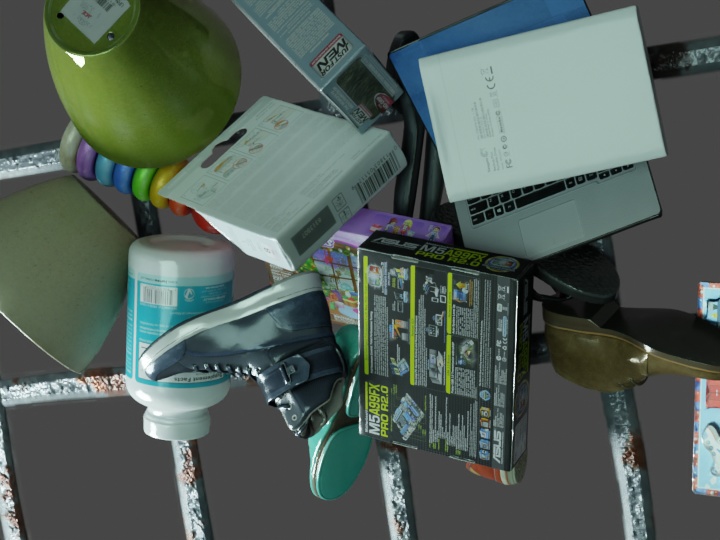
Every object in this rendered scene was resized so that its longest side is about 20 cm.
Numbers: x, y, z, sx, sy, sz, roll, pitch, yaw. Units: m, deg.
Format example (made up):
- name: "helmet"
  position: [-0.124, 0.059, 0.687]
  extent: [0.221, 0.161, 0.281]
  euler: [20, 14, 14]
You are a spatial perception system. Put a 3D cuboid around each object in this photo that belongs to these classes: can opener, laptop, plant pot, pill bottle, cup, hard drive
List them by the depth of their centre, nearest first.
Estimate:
- name: "hard drive"
  position: [0.161, -0.145, 1.485]
  extent: [0.198, 0.027, 0.133]
  euler: [-12, 94, 19]
- name: "laptop"
  position: [0.146, -0.123, 1.511]
  extent: [0.186, 0.116, 0.202]
  euler: [-21, 62, 19]
- name: "can opener"
  position: [0.061, -0.128, 1.612]
  extent: [0.063, 0.079, 0.202]
  euler: [-4, 104, -13]
- name: "plant pot"
  position: [-0.227, -0.217, 1.612]
  extent: [0.185, 0.200, 0.189]
  euler: [-2, 77, 9]
- name: "pill bottle"
  position: [-0.187, 0.069, 1.731]
  extent: [0.110, 0.111, 0.202]
  euler: [9, 104, 24]
- name: "cup"
  position: [-0.314, -0.014, 1.751]
  extent: [0.200, 0.200, 0.143]
  euler: [43, 88, 12]

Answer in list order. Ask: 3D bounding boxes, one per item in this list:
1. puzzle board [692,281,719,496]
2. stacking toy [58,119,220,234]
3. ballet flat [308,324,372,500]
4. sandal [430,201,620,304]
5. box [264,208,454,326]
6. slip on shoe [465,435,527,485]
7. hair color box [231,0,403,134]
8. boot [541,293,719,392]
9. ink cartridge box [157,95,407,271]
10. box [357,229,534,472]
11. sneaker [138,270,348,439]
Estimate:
- name: "puzzle board"
  position: [0.376, 0.114, 1.521]
  extent: [0.149, 0.017, 0.202]
  euler: [4, 102, 25]
- name: "stacking toy"
  position: [-0.210, -0.097, 1.736]
  extent: [0.199, 0.085, 0.086]
  euler: [30, 111, 12]
- name: "ballet flat"
  position: [-0.018, 0.136, 1.688]
  extent: [0.070, 0.067, 0.201]
  euler: [50, 135, 42]
- name: "sandal"
  position: [0.156, -0.009, 1.581]
  extent: [0.199, 0.075, 0.048]
  euler: [25, 129, 28]
- name: "box"
  position: [0.000, 0.000, 1.631]
  extent: [0.198, 0.039, 0.138]
  euler: [12, 138, 24]
- name: "slip on shoe"
  position: [0.122, 0.108, 1.612]
  extent: [0.061, 0.074, 0.202]
  euler: [1, 105, 22]
- name: "hair color box"
  position: [-0.054, -0.226, 1.581]
  extent: [0.061, 0.099, 0.200]
  euler: [-44, 59, 3]
- name: "boot"
  position: [0.258, 0.077, 1.543]
  extent: [0.199, 0.073, 0.076]
  euler: [14, 118, 36]
- name: "ink cartridge box"
  position: [-0.077, -0.087, 1.615]
  extent: [0.199, 0.163, 0.057]
  euler: [17, 144, 50]
- name: "box"
  position: [0.077, 0.074, 1.550]
  extent: [0.159, 0.044, 0.202]
  euler: [11, 118, 24]
- name: "sneaker"
  position: [-0.109, 0.105, 1.619]
  extent: [0.201, 0.077, 0.147]
  euler: [-23, 80, 14]
